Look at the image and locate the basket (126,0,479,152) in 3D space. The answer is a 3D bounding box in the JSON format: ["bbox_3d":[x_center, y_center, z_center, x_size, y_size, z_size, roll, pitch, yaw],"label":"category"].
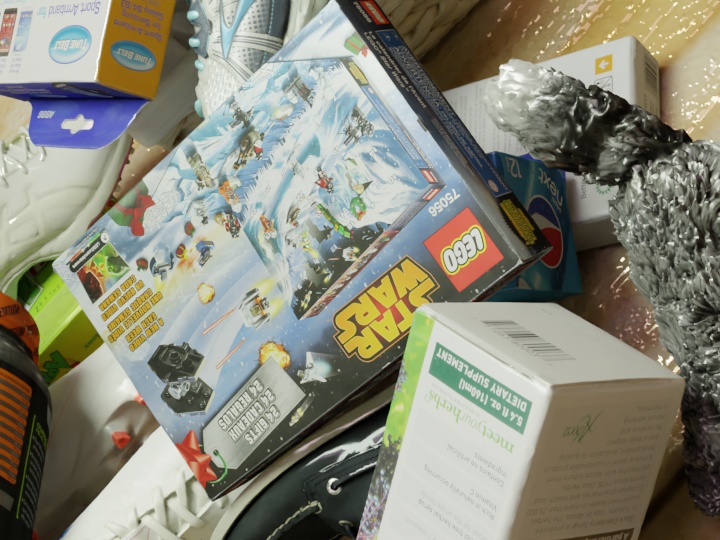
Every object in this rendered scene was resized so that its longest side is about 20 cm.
[{"bbox_3d":[-0.047,-0.153,0.920,0.200,0.123,0.136,-43,47,11],"label":"basket"}]

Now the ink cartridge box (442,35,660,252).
[{"bbox_3d":[0.055,-0.046,0.843,0.200,0.037,0.095,-12,62,31],"label":"ink cartridge box"}]

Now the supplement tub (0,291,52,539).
[{"bbox_3d":[-0.220,0.109,0.826,0.122,0.123,0.200,-21,47,29],"label":"supplement tub"}]

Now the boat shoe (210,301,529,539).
[{"bbox_3d":[0.017,0.098,0.774,0.199,0.075,0.066,-37,66,11],"label":"boat shoe"}]

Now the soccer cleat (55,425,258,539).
[{"bbox_3d":[-0.104,0.132,0.834,0.070,0.086,0.200,43,106,1],"label":"soccer cleat"}]

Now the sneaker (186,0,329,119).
[{"bbox_3d":[-0.050,-0.120,0.807,0.086,0.078,0.200,23,95,10],"label":"sneaker"}]

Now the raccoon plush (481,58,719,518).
[{"bbox_3d":[0.121,0.015,0.698,0.200,0.097,0.134,25,83,20],"label":"raccoon plush"}]

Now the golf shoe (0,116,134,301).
[{"bbox_3d":[-0.207,-0.035,0.943,0.200,0.092,0.075,-51,45,3],"label":"golf shoe"}]

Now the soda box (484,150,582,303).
[{"bbox_3d":[0.000,0.000,0.801,0.200,0.068,0.064,-13,80,32],"label":"soda box"}]

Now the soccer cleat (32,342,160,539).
[{"bbox_3d":[-0.172,0.119,0.920,0.200,0.069,0.078,-49,41,-2],"label":"soccer cleat"}]

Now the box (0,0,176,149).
[{"bbox_3d":[-0.132,-0.160,0.814,0.119,0.041,0.200,6,81,48],"label":"box"}]

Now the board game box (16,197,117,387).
[{"bbox_3d":[-0.208,0.046,0.995,0.200,0.048,0.102,-47,47,9],"label":"board game box"}]

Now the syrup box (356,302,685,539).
[{"bbox_3d":[0.051,0.119,0.676,0.079,0.081,0.200,33,115,46],"label":"syrup box"}]

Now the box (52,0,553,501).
[{"bbox_3d":[-0.032,-0.006,0.745,0.200,0.040,0.137,-39,81,29],"label":"box"}]
